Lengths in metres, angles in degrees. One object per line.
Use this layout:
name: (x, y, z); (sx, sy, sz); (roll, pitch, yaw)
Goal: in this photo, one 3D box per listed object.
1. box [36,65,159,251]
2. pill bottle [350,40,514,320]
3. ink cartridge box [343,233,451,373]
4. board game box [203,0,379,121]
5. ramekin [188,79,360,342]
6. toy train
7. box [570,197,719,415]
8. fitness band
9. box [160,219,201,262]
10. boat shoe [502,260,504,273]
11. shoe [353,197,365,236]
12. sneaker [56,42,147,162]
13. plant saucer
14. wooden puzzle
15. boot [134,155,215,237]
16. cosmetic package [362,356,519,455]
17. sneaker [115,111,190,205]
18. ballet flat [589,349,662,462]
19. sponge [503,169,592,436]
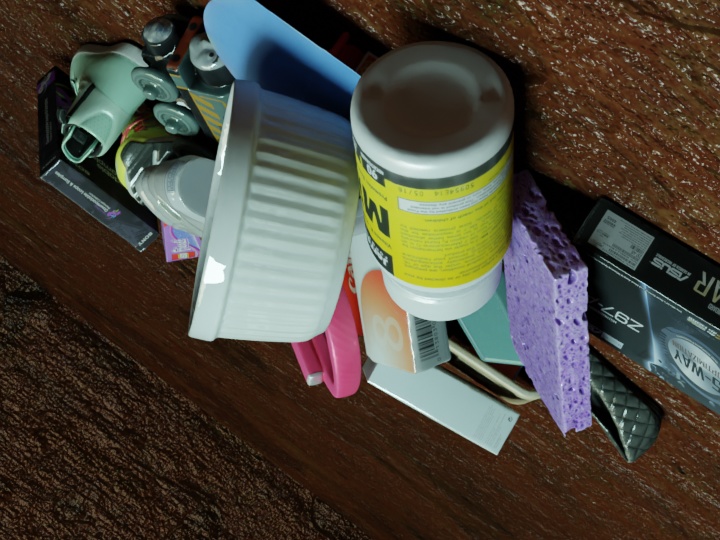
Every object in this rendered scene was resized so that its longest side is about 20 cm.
box: (-0.286, -0.124, 1.491); (0.143, 0.036, 0.201); (39, -159, -35)
pill bottle: (0.056, -0.057, 0.994); (0.114, 0.115, 0.201); (28, 152, 23)
ink cartridge box: (0.000, 0.000, 1.304); (0.199, 0.050, 0.164); (9, 113, 53)
board game box: (-0.031, -0.157, 1.078); (0.199, 0.039, 0.158); (36, 163, -1)
ramekin: (-0.066, -0.039, 1.061); (0.104, 0.203, 0.200); (11, 167, -9)
toy train: (-0.125, -0.152, 1.228); (0.113, 0.086, 0.201); (14, 155, 22)
box: (0.248, 0.039, 1.064); (0.199, 0.044, 0.160); (33, 164, 10)
fitness band: (-0.049, 0.035, 1.393); (0.144, 0.037, 0.201); (101, 150, -56)
box: (-0.141, -0.062, 1.432); (0.200, 0.135, 0.040); (115, 144, -74)
boat shoe: (0.083, 0.008, 1.278); (0.073, 0.063, 0.200); (44, 162, -30)
shoe: (-0.017, -0.077, 1.181); (0.198, 0.092, 0.071); (-19, 167, 25)
sneaker: (-0.284, -0.169, 1.419); (0.074, 0.119, 0.200); (39, 165, -21)
plant saucer: (0.104, 0.025, 1.211); (0.069, 0.019, 0.201); (5, 145, 32)
wooden puzzle: (0.103, 0.077, 1.437); (0.198, 0.047, 0.185); (29, 175, 5)
boot: (-0.115, -0.051, 1.289); (0.199, 0.074, 0.095); (32, 165, -33)
cosmetic package: (0.079, 0.125, 1.440); (0.150, 0.052, 0.200); (31, 179, -1)
sneaker: (-0.221, -0.124, 1.422); (0.090, 0.078, 0.200); (42, -174, 5)
ballet flat: (0.208, 0.108, 1.321); (0.199, 0.057, 0.066); (37, 163, -7)
sponge: (0.147, 0.030, 1.090); (0.201, 0.030, 0.112); (78, 170, -48)
